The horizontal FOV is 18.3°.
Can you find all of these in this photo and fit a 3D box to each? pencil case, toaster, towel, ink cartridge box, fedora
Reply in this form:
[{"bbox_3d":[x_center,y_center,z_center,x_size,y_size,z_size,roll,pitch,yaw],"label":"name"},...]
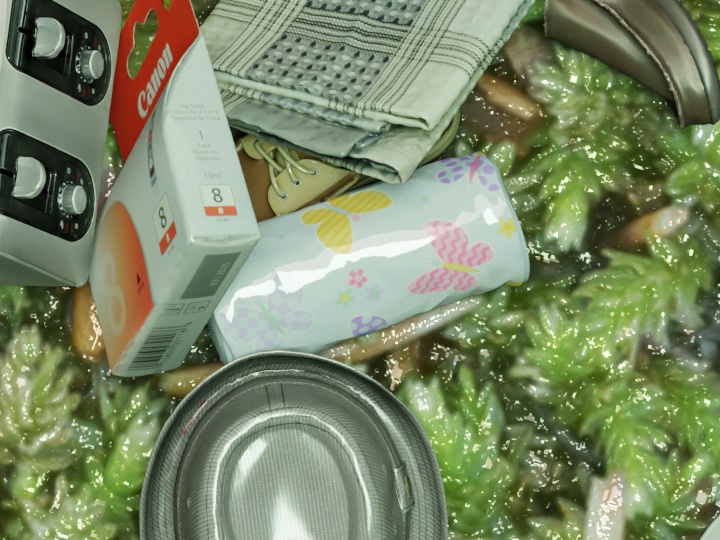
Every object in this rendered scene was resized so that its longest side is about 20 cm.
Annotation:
[{"bbox_3d":[0.000,0.000,1.313,0.199,0.091,0.083,-21,38,-4],"label":"pencil case"},{"bbox_3d":[-0.251,-0.090,1.305,0.199,0.119,0.182,2,78,23],"label":"toaster"},{"bbox_3d":[-0.004,-0.149,1.327,0.192,0.035,0.200,19,59,28],"label":"towel"},{"bbox_3d":[-0.124,-0.064,1.275,0.050,0.162,0.201,-8,65,-27],"label":"ink cartridge box"},{"bbox_3d":[-0.036,0.147,1.243,0.176,0.090,0.201,-1,95,-3],"label":"fedora"}]

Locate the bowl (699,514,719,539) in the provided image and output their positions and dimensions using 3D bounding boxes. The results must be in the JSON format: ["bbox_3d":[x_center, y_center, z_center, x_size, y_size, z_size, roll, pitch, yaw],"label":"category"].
[{"bbox_3d":[0.264,0.221,1.234,0.200,0.091,0.202,4,51,-5],"label":"bowl"}]

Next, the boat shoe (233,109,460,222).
[{"bbox_3d":[-0.032,-0.072,1.340,0.199,0.074,0.076,-30,76,-7],"label":"boat shoe"}]

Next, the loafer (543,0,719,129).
[{"bbox_3d":[0.146,-0.155,1.366,0.071,0.073,0.200,-36,68,-3],"label":"loafer"}]
